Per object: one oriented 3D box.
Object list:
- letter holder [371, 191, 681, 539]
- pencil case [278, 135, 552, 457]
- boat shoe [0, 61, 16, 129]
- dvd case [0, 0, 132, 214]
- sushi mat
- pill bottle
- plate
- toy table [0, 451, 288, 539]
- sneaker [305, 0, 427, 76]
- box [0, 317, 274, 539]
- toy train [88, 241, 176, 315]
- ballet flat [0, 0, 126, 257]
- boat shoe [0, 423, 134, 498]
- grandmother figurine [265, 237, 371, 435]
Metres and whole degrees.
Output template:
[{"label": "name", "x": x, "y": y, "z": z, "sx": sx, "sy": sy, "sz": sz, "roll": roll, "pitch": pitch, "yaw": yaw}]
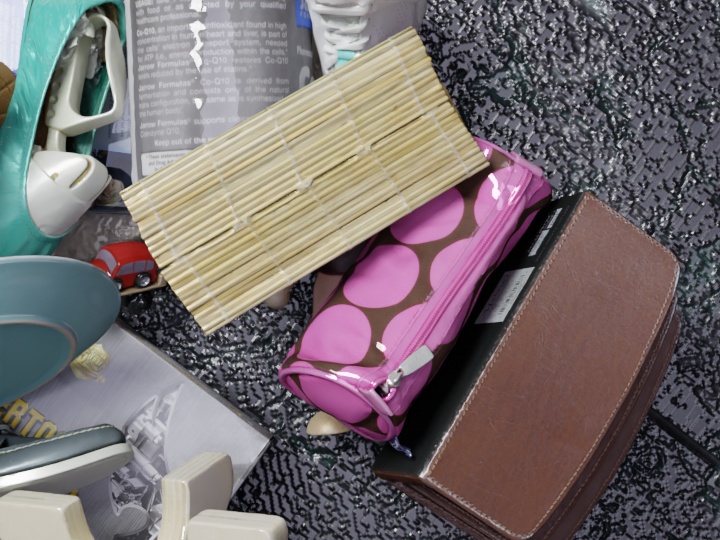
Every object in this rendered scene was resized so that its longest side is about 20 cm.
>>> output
[{"label": "letter holder", "x": 0.126, "y": 0.077, "z": 1.006, "sx": 0.142, "sy": 0.101, "sz": 0.200, "roll": 34, "pitch": 77, "yaw": -11}, {"label": "pencil case", "x": 0.040, "y": 0.007, "z": 0.979, "sx": 0.091, "sy": 0.094, "sz": 0.200, "roll": 36, "pitch": 70, "yaw": -11}, {"label": "boat shoe", "x": -0.254, "y": -0.032, "z": 1.007, "sx": 0.074, "sy": 0.069, "sz": 0.200, "roll": 14, "pitch": 82, "yaw": -36}, {"label": "dvd case", "x": -0.165, "y": -0.108, "z": 1.051, "sx": 0.200, "sy": 0.018, "sz": 0.143, "roll": 2, "pitch": 91, "yaw": -2}, {"label": "sushi mat", "x": -0.030, "y": -0.052, "z": 0.937, "sx": 0.200, "sy": 0.012, "sz": 0.096, "roll": -31, "pitch": 105, "yaw": -10}, {"label": "pill bottle", "x": -0.084, "y": -0.129, "z": 0.988, "sx": 0.114, "sy": 0.114, "sz": 0.200, "roll": -2, "pitch": 92, "yaw": -3}, {"label": "plate", "x": -0.227, "y": 0.050, "z": 0.912, "sx": 0.200, "sy": 0.200, "sz": 0.026, "roll": -21, "pitch": 70, "yaw": -2}, {"label": "toy table", "x": -0.121, "y": 0.185, "z": 0.899, "sx": 0.200, "sy": 0.184, "sz": 0.117, "roll": -3, "pitch": 103, "yaw": 16}, {"label": "sneaker", "x": -0.001, "y": -0.145, "z": 0.965, "sx": 0.075, "sy": 0.200, "sz": 0.089, "roll": 13, "pitch": 84, "yaw": 14}, {"label": "box", "x": -0.179, "y": 0.110, "z": 1.031, "sx": 0.200, "sy": 0.048, "sz": 0.158, "roll": 37, "pitch": 90, "yaw": 2}, {"label": "toy train", "x": -0.147, "y": 0.004, "z": 1.000, "sx": 0.200, "sy": 0.034, "sz": 0.046, "roll": -12, "pitch": 125, "yaw": -37}, {"label": "ballet flat", "x": -0.179, "y": -0.082, "z": 0.978, "sx": 0.070, "sy": 0.067, "sz": 0.200, "roll": 3, "pitch": 78, "yaw": 30}, {"label": "boat shoe", "x": -0.236, "y": 0.113, "z": 0.973, "sx": 0.200, "sy": 0.073, "sz": 0.062, "roll": -15, "pitch": 74, "yaw": 4}, {"label": "grandmother figurine", "x": 0.000, "y": 0.000, "z": 1.043, "sx": 0.121, "sy": 0.061, "sz": 0.200, "roll": -6, "pitch": 94, "yaw": -15}]
